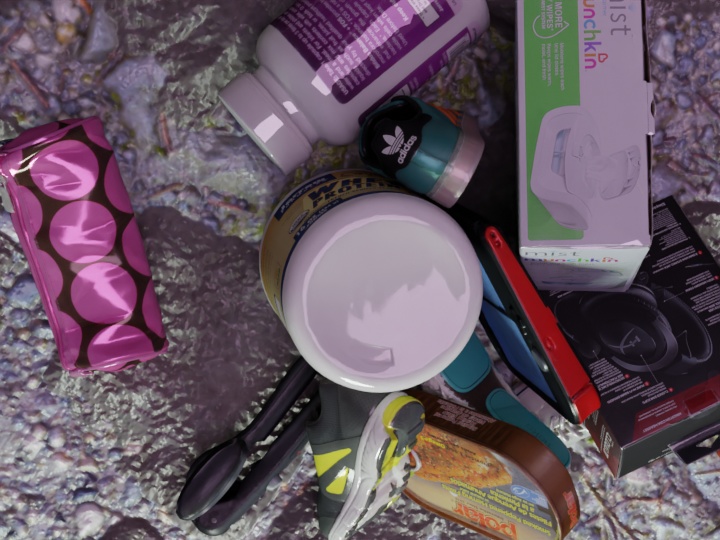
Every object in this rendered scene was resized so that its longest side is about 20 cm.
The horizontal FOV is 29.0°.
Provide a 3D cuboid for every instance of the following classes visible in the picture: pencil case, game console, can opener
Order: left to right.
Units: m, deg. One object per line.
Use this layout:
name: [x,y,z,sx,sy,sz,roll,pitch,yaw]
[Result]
pencil case: [-0.217,-0.014,1.069,0.094,0.091,0.200,-29,107,-41]
can opener: [-0.071,0.136,1.143,0.200,0.079,0.063,-45,98,-10]
game console: [0.110,0.024,1.084,0.031,0.200,0.177,-35,106,-4]

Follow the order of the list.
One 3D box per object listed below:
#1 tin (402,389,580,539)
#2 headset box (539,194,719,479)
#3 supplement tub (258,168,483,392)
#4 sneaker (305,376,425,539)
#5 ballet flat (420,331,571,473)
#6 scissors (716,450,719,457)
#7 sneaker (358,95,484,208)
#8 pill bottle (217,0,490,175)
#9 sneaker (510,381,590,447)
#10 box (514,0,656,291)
tin: [0.089,0.160,1.118,0.042,0.200,0.112,-36,128,-34]
headset box: [0.234,0.060,1.125,0.149,0.077,0.200,-25,64,-6]
supplement tub: [0.000,0.000,1.056,0.144,0.200,0.145,-2,102,-12]
sneaker: [-0.005,0.145,1.130,0.085,0.200,0.074,42,50,20]
ballet flat: [0.090,0.110,1.151,0.072,0.072,0.200,-39,80,-2]
scissors: [0.374,0.137,1.173,0.073,0.200,0.014,-15,84,-20]
sneaker: [0.040,-0.101,1.049,0.080,0.200,0.071,29,97,-7]
pill bottle: [-0.008,-0.168,1.067,0.200,0.112,0.112,-40,106,-2]
sneaker: [0.181,0.115,1.184,0.200,0.071,0.073,-39,106,-2]
box: [0.164,-0.096,1.045,0.097,0.176,0.200,0,80,6]
